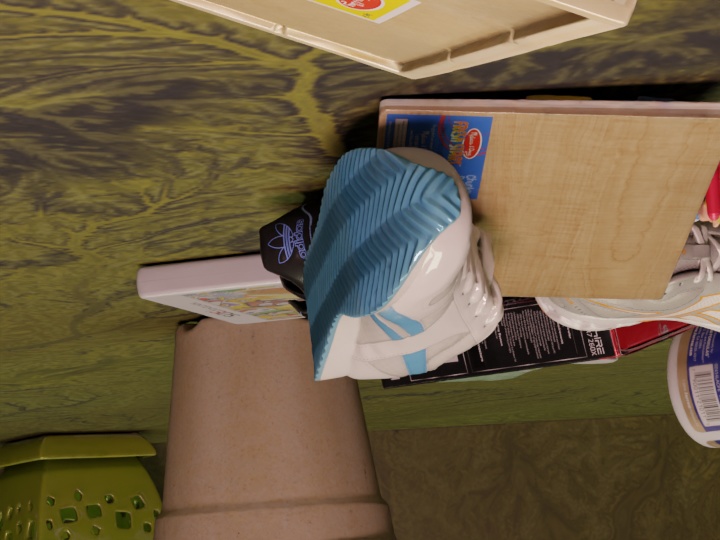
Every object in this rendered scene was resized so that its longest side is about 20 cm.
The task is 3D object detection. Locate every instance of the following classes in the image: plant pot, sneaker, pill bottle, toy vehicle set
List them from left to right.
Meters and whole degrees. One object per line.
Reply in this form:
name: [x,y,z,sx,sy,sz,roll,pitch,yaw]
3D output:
plant pot: [-0.376,0.309,2.669,0.200,0.182,0.199,2,169,-33]
toy vehicle set: [-0.023,-0.077,0.442,0.124,0.027,0.200,17,180,-10]
plant pot: [-0.070,0.129,1.557,0.200,0.184,0.200,-3,171,-1]
sneaker: [0.000,0.000,1.117,0.078,0.070,0.200,-7,163,9]
sneaker: [0.026,-0.004,0.911,0.081,0.077,0.200,-3,164,-11]
sneaker: [0.199,-0.002,1.183,0.200,0.076,0.092,-6,167,5]
pill bottle: [0.363,0.081,1.664,0.200,0.116,0.116,-10,170,39]

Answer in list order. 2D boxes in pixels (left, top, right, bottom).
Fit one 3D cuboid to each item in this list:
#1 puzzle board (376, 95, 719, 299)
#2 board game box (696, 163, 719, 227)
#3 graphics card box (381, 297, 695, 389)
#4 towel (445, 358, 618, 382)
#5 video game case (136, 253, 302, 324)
puzzle board: [0.081,-0.033,0.942,0.151,0.017,0.200,2,156,-1]
board game box: [0.163,-0.037,1.018,0.158,0.039,0.200,-5,171,10]
graphics card box: [0.122,0.037,1.403,0.200,0.051,0.125,-12,-177,39]
towel: [0.135,0.091,1.955,0.152,0.023,0.200,-1,171,-26]
video game case: [-0.019,0.009,1.316,0.200,0.023,0.182,-6,172,16]
